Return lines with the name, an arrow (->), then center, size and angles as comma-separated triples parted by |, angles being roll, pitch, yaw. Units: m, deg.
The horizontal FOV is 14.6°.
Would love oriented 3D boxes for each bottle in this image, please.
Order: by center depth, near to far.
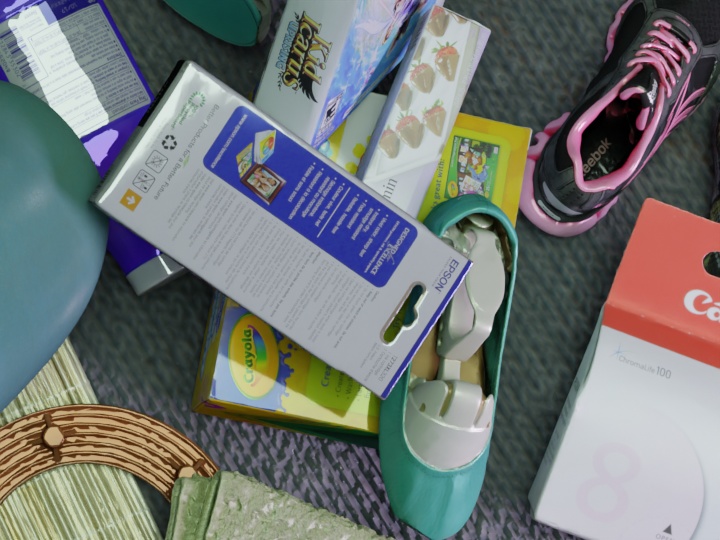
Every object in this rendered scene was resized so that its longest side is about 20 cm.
bottle -> -0.158, -0.083, 1.652 | 0.083, 0.065, 0.201 | -29, 88, -14

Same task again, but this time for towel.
towel -> -0.035, 0.209, 1.626 | 0.199, 0.036, 0.149 | 22, 75, -23

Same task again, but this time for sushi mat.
sushi mat -> -0.184, 0.122, 1.641 | 0.095, 0.012, 0.201 | -25, 87, -15

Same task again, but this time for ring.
ring -> -0.158, 0.177, 1.622 | 0.199, 0.019, 0.202 | 1, 82, -10

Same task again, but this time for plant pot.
plant pot -> -0.236, -0.015, 1.563 | 0.201, 0.200, 0.161 | 50, 51, 0

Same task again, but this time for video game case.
video game case -> 0.016, -0.184, 1.601 | 0.045, 0.182, 0.200 | 26, 36, 10

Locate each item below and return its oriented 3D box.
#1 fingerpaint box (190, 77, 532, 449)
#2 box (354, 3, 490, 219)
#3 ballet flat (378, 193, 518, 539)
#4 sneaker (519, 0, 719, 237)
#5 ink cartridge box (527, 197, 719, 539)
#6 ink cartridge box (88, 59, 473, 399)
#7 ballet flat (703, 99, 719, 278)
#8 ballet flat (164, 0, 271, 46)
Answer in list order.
fingerpaint box -> 0.000, 0.000, 1.667 | 0.166, 0.073, 0.201 | 11, 79, -11
box -> 0.020, -0.056, 1.622 | 0.038, 0.041, 0.201 | 24, 76, -7
ballet flat -> 0.051, 0.051, 1.596 | 0.067, 0.070, 0.202 | 9, 80, -12
sneaker -> 0.173, -0.110, 1.710 | 0.079, 0.095, 0.201 | 34, 75, -3
ink cartridge box -> 0.208, 0.080, 1.679 | 0.162, 0.057, 0.201 | 20, 103, -8
ink cartridge box -> -0.043, -0.022, 1.552 | 0.199, 0.037, 0.095 | 35, 86, -12
ballet flat -> 0.248, -0.025, 1.725 | 0.071, 0.072, 0.202 | 1, 81, -11
ballet flat -> -0.125, -0.217, 1.683 | 0.200, 0.072, 0.072 | 36, 76, -4
